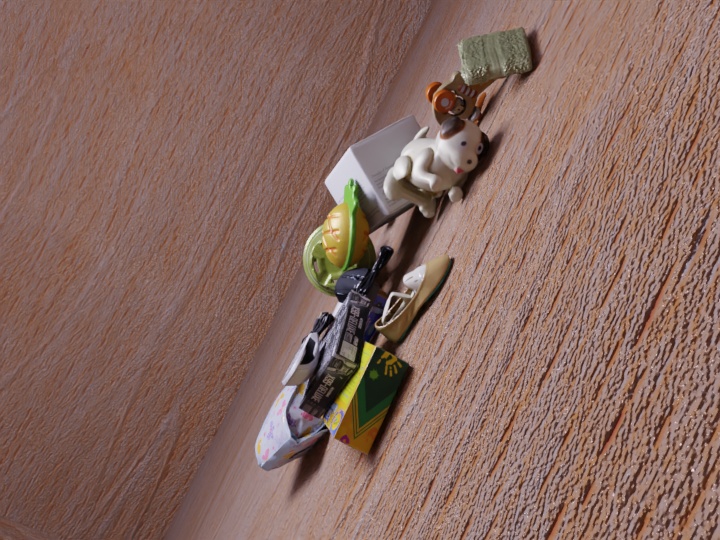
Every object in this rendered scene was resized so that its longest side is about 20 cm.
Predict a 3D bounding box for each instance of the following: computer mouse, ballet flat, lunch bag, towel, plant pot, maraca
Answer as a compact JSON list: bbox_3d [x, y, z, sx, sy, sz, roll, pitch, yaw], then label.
[{"bbox_3d":[-0.099,0.162,1.127,0.110,0.043,0.201,-54,6,27],"label":"computer mouse"},{"bbox_3d":[0.092,0.046,1.084,0.202,0.062,0.069,-59,13,19],"label":"ballet flat"},{"bbox_3d":[0.000,0.000,1.280,0.142,0.046,0.200,-56,11,-15],"label":"computer mouse"},{"bbox_3d":[-0.145,0.344,1.323,0.170,0.126,0.201,-50,7,38],"label":"lunch bag"},{"bbox_3d":[0.276,-0.443,1.209,0.202,0.145,0.037,-83,-19,-50],"label":"towel"},{"bbox_3d":[-0.058,-0.026,1.473,0.203,0.198,0.190,-62,0,3],"label":"plant pot"},{"bbox_3d":[-0.029,-0.098,1.297,0.138,0.105,0.204,-121,36,-59],"label":"maraca"}]

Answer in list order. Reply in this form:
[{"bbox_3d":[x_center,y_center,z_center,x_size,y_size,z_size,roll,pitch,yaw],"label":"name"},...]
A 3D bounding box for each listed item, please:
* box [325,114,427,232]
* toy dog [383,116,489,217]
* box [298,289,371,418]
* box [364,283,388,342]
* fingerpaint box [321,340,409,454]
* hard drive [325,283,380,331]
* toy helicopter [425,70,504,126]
[{"bbox_3d":[0.057,-0.213,1.370,0.198,0.173,0.199,-33,-1,-24],"label":"box"},{"bbox_3d":[0.169,-0.224,1.191,0.199,0.138,0.197,-26,41,51],"label":"toy dog"},{"bbox_3d":[-0.047,0.157,1.130,0.159,0.049,0.201,-58,10,31],"label":"box"},{"bbox_3d":[0.015,0.097,1.365,0.121,0.041,0.200,-62,10,5],"label":"box"},{"bbox_3d":[0.001,0.220,1.074,0.169,0.072,0.200,-64,10,-7],"label":"fingerpaint box"},{"bbox_3d":[-0.026,0.104,1.350,0.142,0.037,0.200,-66,13,-15],"label":"hard drive"},{"bbox_3d":[0.247,-0.384,1.276,0.199,0.133,0.079,-36,31,11],"label":"toy helicopter"}]
